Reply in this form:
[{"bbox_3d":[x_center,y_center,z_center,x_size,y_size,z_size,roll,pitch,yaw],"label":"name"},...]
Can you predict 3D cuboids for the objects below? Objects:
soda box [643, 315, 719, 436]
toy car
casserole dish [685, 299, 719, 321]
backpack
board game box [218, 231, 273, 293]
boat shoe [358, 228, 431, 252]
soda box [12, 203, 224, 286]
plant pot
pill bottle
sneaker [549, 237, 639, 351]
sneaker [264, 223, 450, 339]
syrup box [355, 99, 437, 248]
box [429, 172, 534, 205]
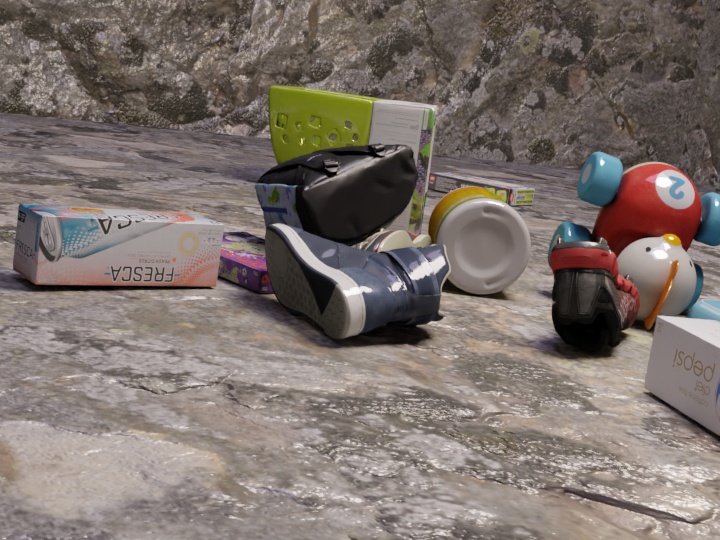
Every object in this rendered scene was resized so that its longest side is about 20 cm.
[{"bbox_3d":[0.304,0.094,0.905,0.063,0.069,0.200,5,11,-16],"label":"soda box"},{"bbox_3d":[0.336,-0.016,1.300,0.183,0.178,0.200,18,22,-8],"label":"toy car"},{"bbox_3d":[0.431,0.068,1.227,0.120,0.039,0.200,4,12,-16],"label":"casserole dish"},{"bbox_3d":[-0.044,-0.082,1.346,0.162,0.155,0.199,-26,28,-29],"label":"backpack"},{"bbox_3d":[-0.123,-0.012,1.278,0.119,0.033,0.199,-7,18,-40],"label":"board game box"},{"bbox_3d":[0.030,-0.015,1.279,0.062,0.072,0.200,8,8,16],"label":"boat shoe"},{"bbox_3d":[-0.235,-0.023,1.127,0.198,0.069,0.063,1,12,-38],"label":"soda box"},{"bbox_3d":[-0.058,-0.234,2.082,0.197,0.184,0.200,9,11,13],"label":"plant pot"},{"bbox_3d":[0.140,-0.044,1.401,0.110,0.112,0.200,7,10,-2],"label":"pill bottle"},{"bbox_3d":[0.236,0.040,1.149,0.070,0.099,0.200,-1,-17,24],"label":"sneaker"},{"bbox_3d":[0.000,0.002,1.110,0.145,0.078,0.202,-11,28,-28],"label":"sneaker"},{"bbox_3d":[0.045,-0.110,1.441,0.080,0.202,0.079,7,11,6],"label":"syrup box"},{"bbox_3d":[0.248,-0.170,2.372,0.199,0.035,0.110,15,13,35],"label":"box"}]
